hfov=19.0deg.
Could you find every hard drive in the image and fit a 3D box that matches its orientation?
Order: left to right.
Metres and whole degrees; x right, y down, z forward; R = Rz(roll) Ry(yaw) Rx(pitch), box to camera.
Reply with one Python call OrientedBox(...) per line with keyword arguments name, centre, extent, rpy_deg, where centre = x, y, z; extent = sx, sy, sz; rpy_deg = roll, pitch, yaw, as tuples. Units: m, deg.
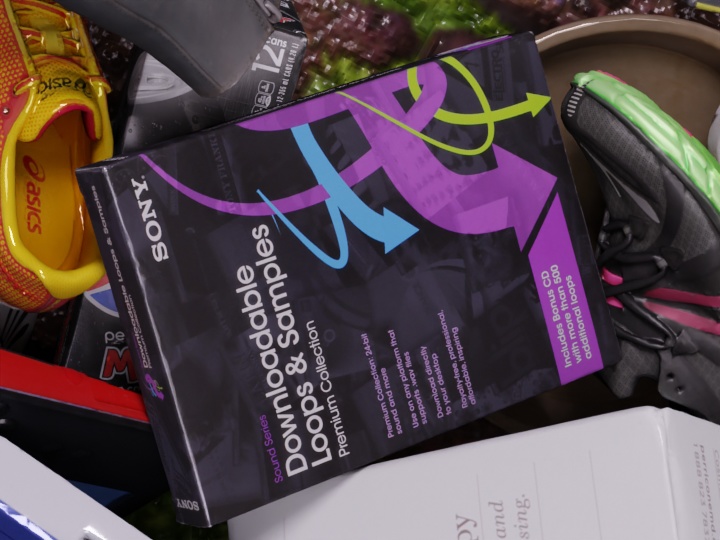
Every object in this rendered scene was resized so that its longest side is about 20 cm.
OrientedBox(name="hard drive", centre=(-0.112, 0.147, 0.868), extent=(0.131, 0.200, 0.025), rpy_deg=(33, 60, 5))

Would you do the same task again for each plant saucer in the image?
OrientedBox(name="plant saucer", centre=(0.112, -0.017, 0.951), extent=(0.198, 0.029, 0.202), rpy_deg=(-2, 109, -6))

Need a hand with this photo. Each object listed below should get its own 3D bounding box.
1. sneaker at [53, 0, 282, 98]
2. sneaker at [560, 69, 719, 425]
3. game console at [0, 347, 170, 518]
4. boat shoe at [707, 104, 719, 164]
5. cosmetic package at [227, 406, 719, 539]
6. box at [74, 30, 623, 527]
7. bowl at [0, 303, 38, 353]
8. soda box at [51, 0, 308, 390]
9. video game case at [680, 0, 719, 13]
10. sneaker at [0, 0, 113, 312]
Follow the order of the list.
OrientedBox(name="sneaker", centre=(-0.074, -0.165, 0.820), extent=(0.074, 0.201, 0.106), rpy_deg=(-14, 141, 37))
OrientedBox(name="sneaker", centre=(0.128, 0.010, 0.908), extent=(0.083, 0.077, 0.201), rpy_deg=(-27, 109, -2))
OrientedBox(name="game console", centre=(-0.175, 0.086, 0.865), extent=(0.176, 0.031, 0.200), rpy_deg=(22, 141, -36))
OrientedBox(name="boat shoe", centre=(0.241, -0.084, 0.899), extent=(0.199, 0.064, 0.071), rpy_deg=(-27, 110, 1))
OrientedBox(name="cosmetic package", centre=(0.077, 0.162, 0.862), extent=(0.199, 0.166, 0.169), rpy_deg=(-15, 71, 31))
OrientedBox(name="box", centre=(0.000, 0.000, 0.849), extent=(0.199, 0.036, 0.144), rpy_deg=(-20, 98, -25))
OrientedBox(name="bowl", centre=(-0.227, 0.006, 0.877), extent=(0.199, 0.094, 0.202), rpy_deg=(-3, 110, -8))
OrientedBox(name="soda box", centre=(-0.080, -0.019, 0.900), extent=(0.063, 0.071, 0.201), rpy_deg=(13, 107, -11))
OrientedBox(name="video game case", centre=(0.246, -0.190, 0.913), extent=(0.179, 0.026, 0.201), rpy_deg=(11, 106, -11))
OrientedBox(name="sneaker", centre=(-0.125, -0.086, 0.848), extent=(0.073, 0.077, 0.202), rpy_deg=(-9, 90, -36))
